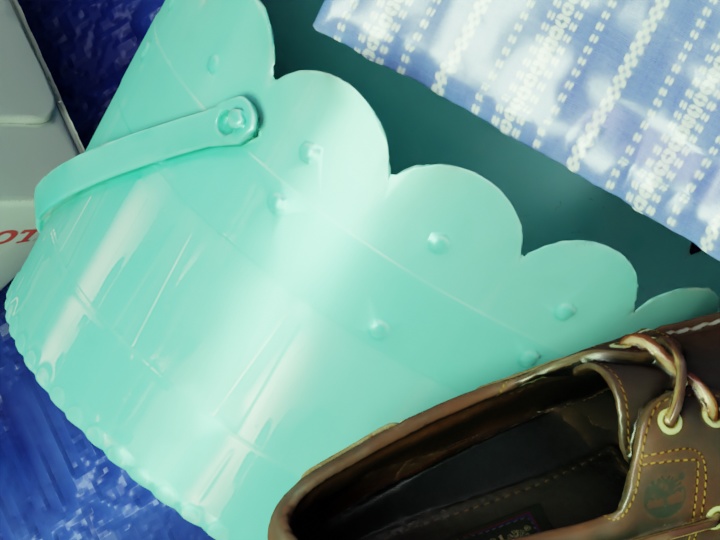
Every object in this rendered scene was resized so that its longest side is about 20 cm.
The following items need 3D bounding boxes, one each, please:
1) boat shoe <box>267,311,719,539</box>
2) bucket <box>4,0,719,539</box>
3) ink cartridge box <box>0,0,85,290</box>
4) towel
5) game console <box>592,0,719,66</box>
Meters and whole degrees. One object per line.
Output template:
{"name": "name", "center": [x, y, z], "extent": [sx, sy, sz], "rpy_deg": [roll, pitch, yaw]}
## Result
{"name": "boat shoe", "center": [0.069, 0.053, 0.797], "extent": [0.200, 0.070, 0.070], "rpy_deg": [-25, 49, -13]}
{"name": "bucket", "center": [0.000, 0.000, 0.898], "extent": [0.207, 0.207, 0.135], "rpy_deg": [42, 105, 23]}
{"name": "ink cartridge box", "center": [-0.218, -0.031, 0.984], "extent": [0.200, 0.147, 0.146], "rpy_deg": [-39, 67, 36]}
{"name": "towel", "center": [0.097, -0.072, 0.770], "extent": [0.200, 0.024, 0.145], "rpy_deg": [31, 121, 7]}
{"name": "game console", "center": [0.124, -0.145, 0.856], "extent": [0.171, 0.200, 0.118], "rpy_deg": [5, 118, 22]}
